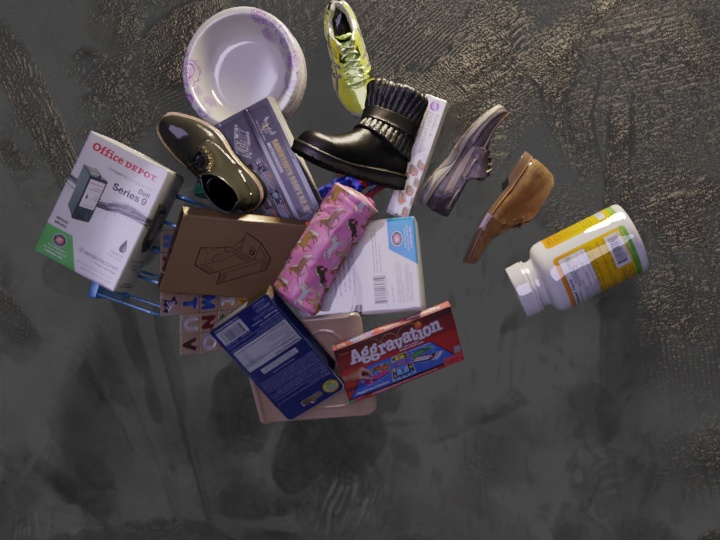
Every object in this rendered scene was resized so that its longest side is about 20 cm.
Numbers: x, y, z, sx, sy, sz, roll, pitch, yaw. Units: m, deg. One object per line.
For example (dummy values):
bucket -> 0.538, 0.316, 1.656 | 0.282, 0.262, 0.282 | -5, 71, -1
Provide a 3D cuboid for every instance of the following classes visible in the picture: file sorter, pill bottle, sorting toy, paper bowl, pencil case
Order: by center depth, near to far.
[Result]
pencil case -> -0.052, -0.035, 1.351 | 0.082, 0.086, 0.202 | 31, 92, 8
pill bottle -> 0.328, -0.008, 1.362 | 0.197, 0.111, 0.113 | -26, 83, 7
sorting toy -> -0.082, 0.156, 1.426 | 0.196, 0.037, 0.188 | -8, 115, 7
file sorter -> -0.339, -0.036, 1.460 | 0.120, 0.139, 0.204 | 17, 89, 6
paper bowl -> -0.185, -0.320, 1.464 | 0.196, 0.104, 0.205 | 0, 89, 8

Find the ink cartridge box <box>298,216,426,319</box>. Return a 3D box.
ink cartridge box -> 0.000, 0.000, 1.427 | 0.196, 0.084, 0.149 | -5, 85, 10

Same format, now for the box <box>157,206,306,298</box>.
box -> -0.199, -0.023, 1.370 | 0.197, 0.165, 0.021 | 5, 43, -26

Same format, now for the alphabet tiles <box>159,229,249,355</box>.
alphabet tiles -> -0.246, 0.033, 1.435 | 0.165, 0.007, 0.204 | -4, 101, -34

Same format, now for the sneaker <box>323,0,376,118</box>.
sneaker -> -0.022, -0.346, 1.455 | 0.074, 0.076, 0.203 | -20, 85, 6

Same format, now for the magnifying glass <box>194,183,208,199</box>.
magnifying glass -> -0.178, -0.126, 1.475 | 0.196, 0.080, 0.023 | 2, 84, -1

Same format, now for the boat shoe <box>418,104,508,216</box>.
boat shoe -> 0.176, -0.173, 1.423 | 0.073, 0.075, 0.201 | 39, 102, -1

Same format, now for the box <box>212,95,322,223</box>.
box -> -0.165, -0.148, 1.398 | 0.156, 0.048, 0.203 | -26, 96, 10

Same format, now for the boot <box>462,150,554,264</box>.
boot -> 0.234, -0.085, 1.406 | 0.075, 0.074, 0.202 | 34, 90, -1

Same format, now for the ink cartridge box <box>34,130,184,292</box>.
ink cartridge box -> -0.381, -0.089, 1.353 | 0.144, 0.084, 0.203 | 25, 90, 5

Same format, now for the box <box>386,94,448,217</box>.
box -> 0.093, -0.182, 1.445 | 0.038, 0.041, 0.204 | 19, 91, 9

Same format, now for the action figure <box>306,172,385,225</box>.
action figure -> -0.016, -0.137, 1.447 | 0.198, 0.052, 0.066 | -29, 85, -7

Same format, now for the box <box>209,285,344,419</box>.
box -> -0.126, 0.132, 1.378 | 0.120, 0.033, 0.201 | -32, 109, 19

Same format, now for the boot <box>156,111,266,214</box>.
boot -> -0.233, -0.162, 1.309 | 0.199, 0.138, 0.078 | 36, 103, 1

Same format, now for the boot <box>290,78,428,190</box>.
boot -> 0.000, -0.225, 1.377 | 0.208, 0.079, 0.161 | 13, 91, -30

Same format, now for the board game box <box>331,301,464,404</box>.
board game box -> 0.061, 0.130, 1.397 | 0.197, 0.019, 0.105 | -21, 115, -6
